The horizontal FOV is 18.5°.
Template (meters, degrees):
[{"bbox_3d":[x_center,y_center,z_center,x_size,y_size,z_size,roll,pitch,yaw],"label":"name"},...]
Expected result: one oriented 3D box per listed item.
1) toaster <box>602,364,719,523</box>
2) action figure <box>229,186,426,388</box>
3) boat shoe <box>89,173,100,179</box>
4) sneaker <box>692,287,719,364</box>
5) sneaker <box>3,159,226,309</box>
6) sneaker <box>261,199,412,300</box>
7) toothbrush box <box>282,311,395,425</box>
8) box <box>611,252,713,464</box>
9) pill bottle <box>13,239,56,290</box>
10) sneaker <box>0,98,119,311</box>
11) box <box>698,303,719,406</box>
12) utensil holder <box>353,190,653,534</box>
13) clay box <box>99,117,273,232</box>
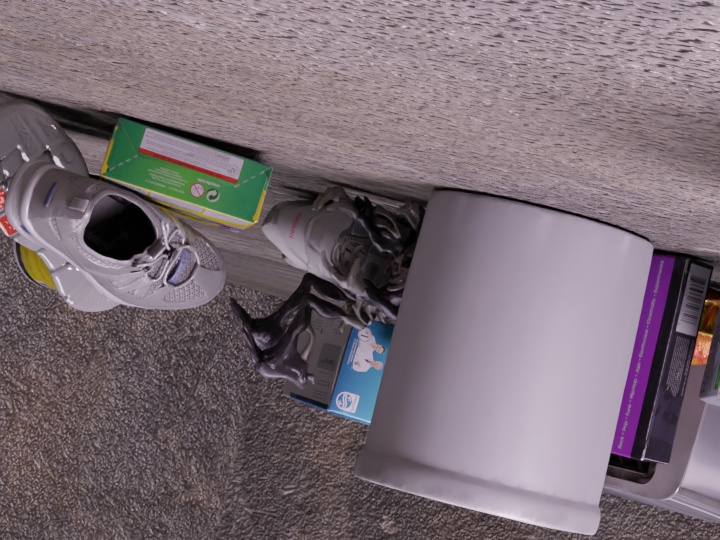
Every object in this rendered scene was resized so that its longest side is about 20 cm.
[{"bbox_3d":[0.251,0.109,1.834,0.200,0.181,0.119,12,175,42],"label":"toaster"},{"bbox_3d":[0.000,0.000,1.605,0.102,0.200,0.119,54,-172,-23],"label":"action figure"},{"bbox_3d":[-0.284,-0.092,1.699,0.201,0.063,0.074,17,177,-15],"label":"boat shoe"},{"bbox_3d":[0.289,0.041,1.679,0.199,0.073,0.077,10,155,-7],"label":"sneaker"},{"bbox_3d":[-0.159,-0.013,1.551,0.082,0.075,0.200,18,176,42],"label":"sneaker"},{"bbox_3d":[-0.015,-0.021,1.828,0.099,0.078,0.200,20,171,28],"label":"sneaker"},{"bbox_3d":[0.054,0.098,1.832,0.199,0.086,0.146,17,177,-18],"label":"toothbrush box"},{"bbox_3d":[0.153,0.050,1.581,0.036,0.144,0.200,15,178,-43],"label":"box"},{"bbox_3d":[-0.316,-0.025,2.596,0.114,0.115,0.200,16,176,-37],"label":"pill bottle"},{"bbox_3d":[-0.230,-0.057,1.629,0.077,0.082,0.200,-21,133,-1],"label":"sneaker"},{"bbox_3d":[0.342,0.069,1.503,0.199,0.097,0.176,13,178,6],"label":"box"},{"bbox_3d":[0.101,0.062,1.486,0.169,0.201,0.170,15,177,1],"label":"utensil holder"},{"bbox_3d":[-0.131,-0.067,1.607,0.115,0.048,0.200,18,178,-7],"label":"clay box"}]
